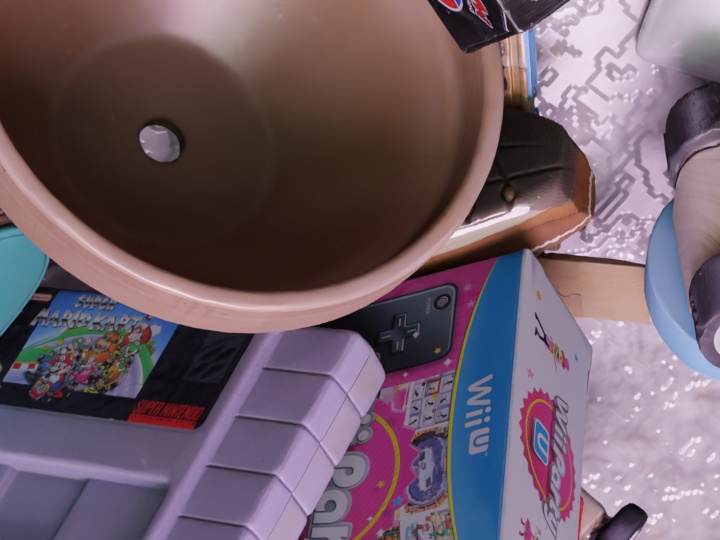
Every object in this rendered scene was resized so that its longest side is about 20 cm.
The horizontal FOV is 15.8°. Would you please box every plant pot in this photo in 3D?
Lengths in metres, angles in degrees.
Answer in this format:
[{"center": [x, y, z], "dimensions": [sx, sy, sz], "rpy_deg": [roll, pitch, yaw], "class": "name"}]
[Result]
[{"center": [-0.057, -0.063, 0.914], "dimensions": [0.201, 0.201, 0.093], "rpy_deg": [23, 151, -12], "class": "plant pot"}]

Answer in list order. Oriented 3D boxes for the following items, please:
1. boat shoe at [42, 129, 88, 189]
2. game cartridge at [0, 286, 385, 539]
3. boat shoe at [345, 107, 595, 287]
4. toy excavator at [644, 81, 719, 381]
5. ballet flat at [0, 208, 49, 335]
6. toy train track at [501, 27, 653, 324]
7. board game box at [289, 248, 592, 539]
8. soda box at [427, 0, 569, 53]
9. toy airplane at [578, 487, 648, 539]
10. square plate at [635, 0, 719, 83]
[{"center": [-0.194, -0.059, 0.954], "dimensions": [0.200, 0.065, 0.072], "rpy_deg": [12, 116, -7], "class": "boat shoe"}, {"center": [-0.098, 0.065, 0.916], "dimensions": [0.200, 0.130, 0.038], "rpy_deg": [4, 147, 38], "class": "game cartridge"}, {"center": [0.000, 0.000, 0.980], "dimensions": [0.200, 0.076, 0.074], "rpy_deg": [-18, 129, 26], "class": "boat shoe"}, {"center": [0.199, 0.025, 0.973], "dimensions": [0.194, 0.100, 0.200], "rpy_deg": [-3, 143, -3], "class": "toy excavator"}, {"center": [-0.198, 0.044, 0.927], "dimensions": [0.200, 0.075, 0.068], "rpy_deg": [-54, 147, -14], "class": "ballet flat"}, {"center": [0.062, -0.040, 0.983], "dimensions": [0.115, 0.033, 0.200], "rpy_deg": [6, 113, 29], "class": "toy train track"}, {"center": [-0.023, 0.086, 0.915], "dimensions": [0.200, 0.148, 0.064], "rpy_deg": [-14, 135, 23], "class": "board game box"}, {"center": [0.100, -0.155, 0.842], "dimensions": [0.200, 0.063, 0.071], "rpy_deg": [-37, 98, -12], "class": "soda box"}, {"center": [0.019, 0.161, 1.004], "dimensions": [0.200, 0.141, 0.199], "rpy_deg": [-2, 116, 39], "class": "toy airplane"}, {"center": [0.227, -0.134, 0.943], "dimensions": [0.198, 0.028, 0.200], "rpy_deg": [17, 116, -8], "class": "square plate"}]
